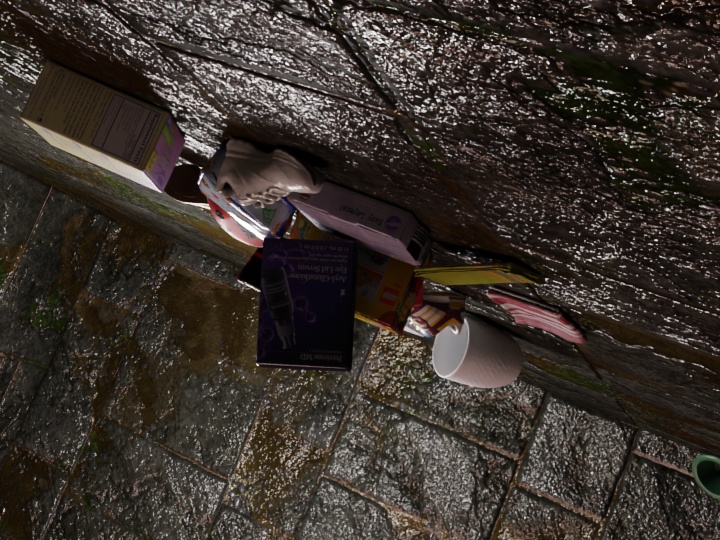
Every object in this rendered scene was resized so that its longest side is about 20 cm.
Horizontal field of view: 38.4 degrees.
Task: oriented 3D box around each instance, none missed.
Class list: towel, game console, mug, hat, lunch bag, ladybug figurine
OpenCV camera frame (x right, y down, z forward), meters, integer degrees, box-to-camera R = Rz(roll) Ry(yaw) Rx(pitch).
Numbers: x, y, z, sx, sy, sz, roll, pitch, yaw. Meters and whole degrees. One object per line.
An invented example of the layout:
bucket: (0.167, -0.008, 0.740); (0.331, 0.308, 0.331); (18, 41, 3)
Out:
towel: (0.177, 0.010, 1.560); (0.086, 0.018, 0.199); (22, 164, -39)
game console: (-0.120, 0.015, 1.982); (0.198, 0.031, 0.177); (25, -144, 2)
towel: (0.316, 0.081, 1.842); (0.143, 0.023, 0.200); (19, 172, 30)
mug: (0.269, 0.177, 2.364); (0.174, 0.148, 0.201); (18, -153, -25)
hat: (1.141, 0.599, 3.195); (0.165, 0.176, 0.201); (20, 136, 39)
lunch bag: (-0.174, -0.115, 1.610); (0.160, 0.076, 0.200); (39, 174, -4)
ladybug figurine: (-0.193, -0.099, 1.787); (0.134, 0.073, 0.200); (-9, 153, 24)

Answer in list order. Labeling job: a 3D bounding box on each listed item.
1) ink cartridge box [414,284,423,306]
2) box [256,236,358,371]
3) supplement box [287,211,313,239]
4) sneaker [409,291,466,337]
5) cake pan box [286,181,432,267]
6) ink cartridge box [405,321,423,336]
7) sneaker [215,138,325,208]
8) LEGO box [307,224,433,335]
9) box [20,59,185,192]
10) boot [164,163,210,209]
ink cartridge box: (-0.005, 0.022, 1.890); (0.198, 0.087, 0.147); (-3, -170, -33)
box: (-0.081, 0.055, 1.621); (0.146, 0.202, 0.104); (2, 173, 3)
supplement box: (-0.095, -0.064, 1.916); (0.068, 0.067, 0.200); (23, 174, 1)
sneaker: (0.119, 0.088, 2.041); (0.198, 0.091, 0.075); (2, -176, -20)
cake pan box: (0.005, -0.072, 1.561); (0.198, 0.053, 0.184); (21, 175, 19)
ink cartridge box: (0.056, 0.071, 2.404); (0.199, 0.088, 0.145); (15, 169, 45)
sneaker: (-0.125, -0.124, 1.435); (0.199, 0.088, 0.074); (15, 168, 46)
LEGO box: (0.000, 0.000, 1.721); (0.198, 0.150, 0.077); (21, 173, 19)
box: (-0.385, -0.215, 1.572); (0.198, 0.097, 0.176); (24, 174, 1)
boot: (-0.261, -0.126, 1.931); (0.198, 0.074, 0.155); (17, 167, 25)
